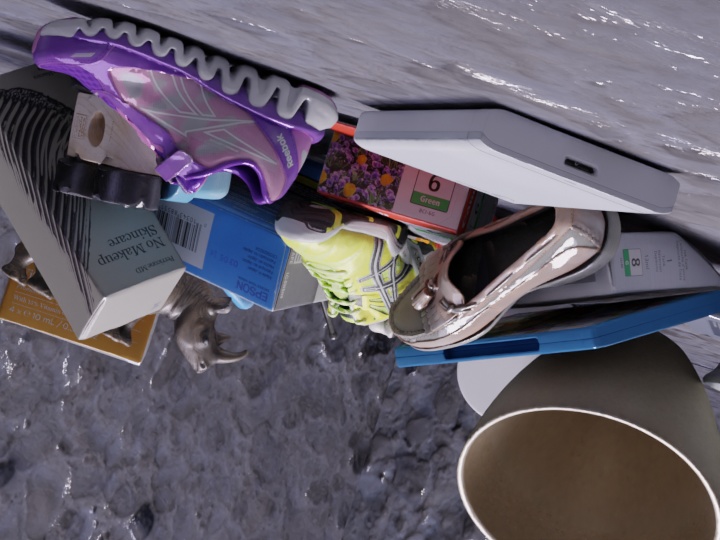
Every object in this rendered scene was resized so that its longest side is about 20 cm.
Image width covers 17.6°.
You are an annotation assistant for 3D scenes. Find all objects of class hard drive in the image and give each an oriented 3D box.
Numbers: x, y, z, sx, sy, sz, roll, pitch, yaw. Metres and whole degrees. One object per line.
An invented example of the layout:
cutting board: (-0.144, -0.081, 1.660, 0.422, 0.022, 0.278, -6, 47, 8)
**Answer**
hard drive: (0.091, -0.068, 1.424, 0.131, 0.027, 0.200, 19, 177, -21)

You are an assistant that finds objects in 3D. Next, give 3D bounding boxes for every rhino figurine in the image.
rhino figurine: (-0.173, 0.015, 1.812, 0.199, 0.088, 0.060, 31, 178, -6)

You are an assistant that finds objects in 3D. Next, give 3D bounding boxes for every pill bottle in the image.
pill bottle: (0.145, 0.057, 1.906, 0.110, 0.112, 0.200, 16, -161, 14)

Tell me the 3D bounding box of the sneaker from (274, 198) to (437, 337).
sneaker: (0.000, 0.000, 1.702, 0.075, 0.077, 0.200, 17, 176, 33)

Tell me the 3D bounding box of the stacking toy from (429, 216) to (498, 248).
stacking toy: (0.089, -0.012, 1.938, 0.085, 0.086, 0.200, 17, 172, 1)

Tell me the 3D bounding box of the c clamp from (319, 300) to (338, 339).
c clamp: (-0.003, -0.014, 2.023, 0.027, 0.172, 0.200, -30, -164, -25)

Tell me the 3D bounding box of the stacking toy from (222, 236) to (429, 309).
stacking toy: (-0.029, -0.034, 1.919, 0.199, 0.116, 0.110, 4, 143, 33)

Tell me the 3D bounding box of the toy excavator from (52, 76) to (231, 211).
toy excavator: (-0.126, -0.091, 1.692, 0.199, 0.101, 0.194, 9, -177, -33)

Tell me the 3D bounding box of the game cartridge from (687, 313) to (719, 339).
game cartridge: (0.333, 0.043, 1.918, 0.132, 0.042, 0.200, 12, 176, 12)

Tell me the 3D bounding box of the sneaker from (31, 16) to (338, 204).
sneaker: (-0.117, -0.098, 1.473, 0.199, 0.089, 0.080, 19, 178, -14)

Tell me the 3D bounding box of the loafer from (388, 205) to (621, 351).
loafer: (0.087, -0.004, 1.610, 0.199, 0.072, 0.063, -28, 149, 36)

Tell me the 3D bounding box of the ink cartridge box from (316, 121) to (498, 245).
ink cartridge box: (0.030, -0.059, 1.662, 0.108, 0.051, 0.200, 17, 177, 12)

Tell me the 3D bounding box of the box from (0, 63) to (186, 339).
box: (-0.218, -0.055, 1.743, 0.082, 0.201, 0.068, -23, 162, -35)

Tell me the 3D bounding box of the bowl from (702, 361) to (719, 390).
bowl: (0.360, 0.069, 1.715, 0.200, 0.091, 0.201, 18, 176, 1)

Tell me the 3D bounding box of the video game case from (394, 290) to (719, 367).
video game case: (0.142, 0.043, 1.680, 0.143, 0.018, 0.199, -13, -177, -43)

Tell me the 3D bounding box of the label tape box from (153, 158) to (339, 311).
label tape box: (-0.057, -0.031, 1.810, 0.144, 0.064, 0.200, 24, -161, 30)

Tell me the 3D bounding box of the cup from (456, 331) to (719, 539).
cup: (0.186, 0.122, 1.738, 0.199, 0.144, 0.201, 13, 137, 12)

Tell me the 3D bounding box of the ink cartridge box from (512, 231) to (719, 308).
ink cartridge box: (0.188, -0.001, 1.708, 0.199, 0.050, 0.160, -5, 178, -43)

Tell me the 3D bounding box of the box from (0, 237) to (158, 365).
box: (-0.204, -0.039, 1.886, 0.124, 0.201, 0.097, 17, 180, -4)
